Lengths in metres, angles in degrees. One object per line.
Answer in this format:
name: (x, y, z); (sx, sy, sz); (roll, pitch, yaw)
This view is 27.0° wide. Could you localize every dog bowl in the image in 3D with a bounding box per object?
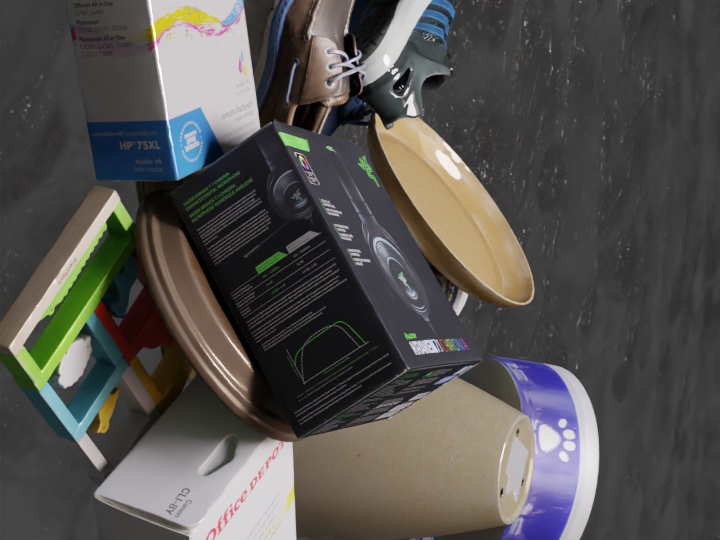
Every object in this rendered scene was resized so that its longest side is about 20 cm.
dog bowl: (0.138, 0.184, 1.413); (0.078, 0.200, 0.202); (10, 86, -23)

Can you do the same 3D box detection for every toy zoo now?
toy zoo: (-0.167, 0.058, 1.017); (0.132, 0.020, 0.201); (-61, 148, -28)

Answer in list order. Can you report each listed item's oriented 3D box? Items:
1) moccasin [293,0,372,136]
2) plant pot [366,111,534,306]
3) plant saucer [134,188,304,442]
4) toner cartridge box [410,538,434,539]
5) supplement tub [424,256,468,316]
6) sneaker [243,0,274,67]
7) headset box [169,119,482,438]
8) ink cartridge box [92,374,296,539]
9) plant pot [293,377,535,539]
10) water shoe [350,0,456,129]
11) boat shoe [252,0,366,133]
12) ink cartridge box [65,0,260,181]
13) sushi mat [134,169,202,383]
moccasin: (-0.010, -0.155, 1.245); (0.201, 0.080, 0.068); (-59, 138, -40)
plant pot: (0.068, -0.048, 1.209); (0.200, 0.027, 0.200); (45, 21, -22)
plant saucer: (-0.081, 0.024, 1.039); (0.200, 0.029, 0.201); (49, 19, -24)
toner cartridge box: (0.054, 0.185, 1.514); (0.095, 0.043, 0.202); (-22, 117, -61)
supplement tub: (0.000, 0.000, 1.231); (0.200, 0.144, 0.146); (2, 95, -65)
sneaker: (-0.070, -0.232, 1.100); (0.201, 0.080, 0.077); (76, 31, -41)
headset box: (-0.022, 0.001, 1.036); (0.201, 0.092, 0.174); (61, 17, 12)
ink cartridge box: (-0.112, 0.198, 1.078); (0.145, 0.083, 0.201); (-51, 150, -47)
plant pot: (0.043, 0.155, 1.301); (0.187, 0.199, 0.189); (6, 90, -65)
water shoe: (0.041, -0.183, 1.214); (0.079, 0.071, 0.200); (57, 39, -20)
boat shoe: (-0.033, -0.150, 1.115); (0.072, 0.072, 0.201); (-23, 143, -54)
ink cartridge box: (-0.132, -0.170, 0.985); (0.116, 0.067, 0.202); (-37, 124, -58)
sushi mat: (-0.129, -0.019, 1.105); (0.096, 0.012, 0.202); (-43, 133, -54)
